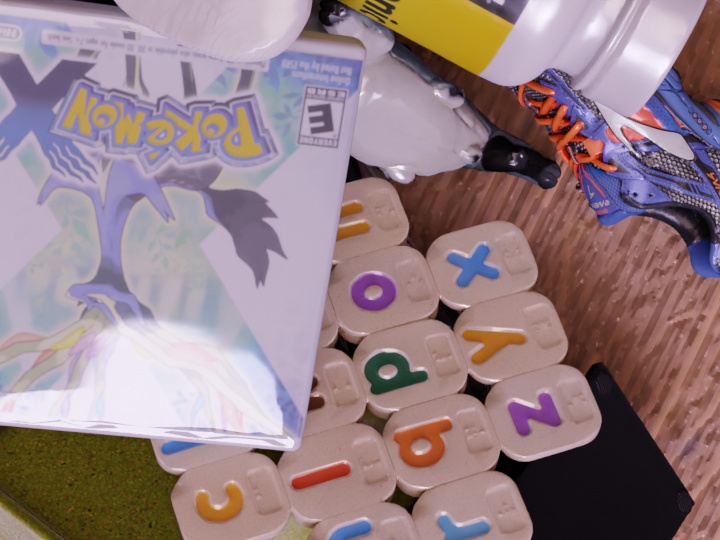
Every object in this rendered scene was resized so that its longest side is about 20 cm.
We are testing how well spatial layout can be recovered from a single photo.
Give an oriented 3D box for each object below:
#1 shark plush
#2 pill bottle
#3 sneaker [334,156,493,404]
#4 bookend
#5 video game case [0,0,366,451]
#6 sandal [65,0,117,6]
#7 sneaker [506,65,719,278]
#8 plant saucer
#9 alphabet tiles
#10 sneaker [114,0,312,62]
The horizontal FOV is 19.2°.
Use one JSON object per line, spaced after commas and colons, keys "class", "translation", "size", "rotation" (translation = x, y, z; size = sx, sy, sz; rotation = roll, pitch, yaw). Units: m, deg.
{"class": "shark plush", "translation": [0.021, -0.094, 1.011], "size": [0.199, 0.083, 0.091], "rotation": [14, 123, -22]}
{"class": "pill bottle", "translation": [0.048, -0.148, 0.917], "size": [0.200, 0.111, 0.112], "rotation": [27, 98, -5]}
{"class": "sneaker", "translation": [0.000, 0.000, 1.038], "size": [0.200, 0.086, 0.080], "rotation": [43, 95, -6]}
{"class": "bookend", "translation": [0.026, 0.154, 1.042], "size": [0.092, 0.198, 0.200], "rotation": [55, 51, -17]}
{"class": "video game case", "translation": [-0.109, -0.019, 0.886], "size": [0.199, 0.022, 0.183], "rotation": [6, 107, -12]}
{"class": "sandal", "translation": [-0.084, -0.106, 0.965], "size": [0.045, 0.200, 0.075], "rotation": [2, 86, 16]}
{"class": "sneaker", "translation": [0.124, -0.063, 1.017], "size": [0.200, 0.075, 0.079], "rotation": [29, 83, -11]}
{"class": "plant saucer", "translation": [-0.094, 0.086, 0.983], "size": [0.199, 0.048, 0.200], "rotation": [33, 63, 22]}
{"class": "alphabet tiles", "translation": [0.000, 0.051, 0.962], "size": [0.195, 0.015, 0.200], "rotation": [-16, 63, -11]}
{"class": "sneaker", "translation": [-0.088, -0.154, 0.876], "size": [0.200, 0.088, 0.075], "rotation": [39, 101, 19]}
